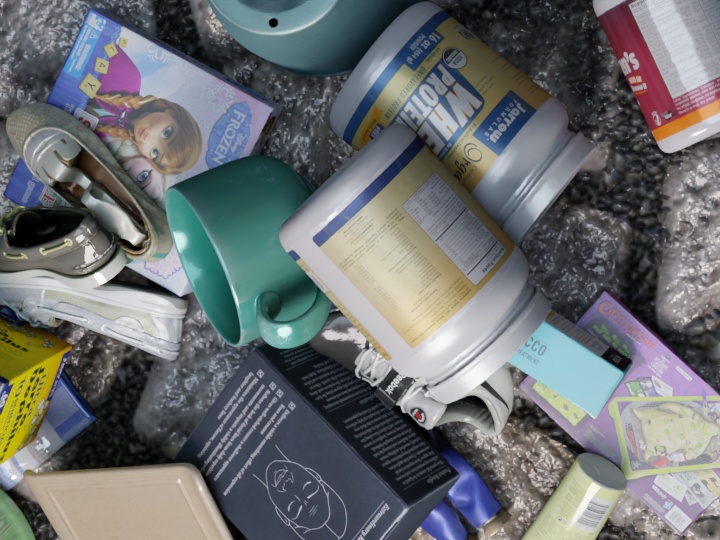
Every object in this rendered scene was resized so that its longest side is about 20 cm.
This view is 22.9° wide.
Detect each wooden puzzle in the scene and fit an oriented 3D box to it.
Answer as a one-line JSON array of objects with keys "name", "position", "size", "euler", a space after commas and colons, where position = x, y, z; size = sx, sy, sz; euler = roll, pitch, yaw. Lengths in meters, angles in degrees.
[{"name": "wooden puzzle", "position": [-0.195, 0.246, 1.646], "size": [0.199, 0.037, 0.185], "euler": [-3, 127, 27]}]

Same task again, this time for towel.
[{"name": "towel", "position": [-0.372, 0.144, 1.729], "size": [0.200, 0.024, 0.147], "euler": [-36, 89, 13]}]

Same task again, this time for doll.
[{"name": "doll", "position": [0.043, 0.175, 1.636], "size": [0.136, 0.048, 0.200], "euler": [-41, 87, 18]}]

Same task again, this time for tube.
[{"name": "tube", "position": [0.172, 0.255, 1.616], "size": [0.058, 0.052, 0.200], "euler": [53, 126, 43]}]

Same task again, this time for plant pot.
[{"name": "plant pot", "position": [-0.053, -0.269, 1.535], "size": [0.199, 0.188, 0.201], "euler": [1, 96, 11]}]

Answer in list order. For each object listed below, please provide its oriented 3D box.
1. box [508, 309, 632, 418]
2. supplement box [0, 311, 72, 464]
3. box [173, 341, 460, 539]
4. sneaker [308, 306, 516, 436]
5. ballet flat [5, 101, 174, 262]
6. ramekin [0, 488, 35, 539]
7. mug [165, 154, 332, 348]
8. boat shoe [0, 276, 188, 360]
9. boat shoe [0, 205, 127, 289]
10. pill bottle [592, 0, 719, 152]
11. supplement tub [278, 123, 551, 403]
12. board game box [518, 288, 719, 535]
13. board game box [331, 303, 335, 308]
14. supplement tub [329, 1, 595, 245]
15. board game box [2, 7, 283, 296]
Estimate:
[{"name": "box", "position": [0.139, 0.051, 1.561], "size": [0.200, 0.082, 0.049], "euler": [33, 101, 10]}, {"name": "supplement box", "position": [-0.355, 0.109, 1.609], "size": [0.109, 0.200, 0.109], "euler": [24, 100, 4]}, {"name": "box", "position": [-0.040, 0.176, 1.590], "size": [0.200, 0.107, 0.149], "euler": [45, 118, 15]}, {"name": "sneaker", "position": [0.046, 0.092, 1.570], "size": [0.199, 0.089, 0.074], "euler": [16, 138, -11]}, {"name": "ballet flat", "position": [-0.249, -0.083, 1.616], "size": [0.200, 0.062, 0.068], "euler": [40, 105, 5]}, {"name": "ramekin", "position": [-0.416, 0.294, 1.701], "size": [0.199, 0.098, 0.201], "euler": [3, 106, 10]}, {"name": "mug", "position": [-0.082, -0.011, 1.566], "size": [0.114, 0.152, 0.185], "euler": [-24, 78, -18]}, {"name": "boat shoe", "position": [-0.263, 0.038, 1.672], "size": [0.201, 0.074, 0.065], "euler": [9, 94, 3]}, {"name": "boat shoe", "position": [-0.293, -0.030, 1.615], "size": [0.201, 0.072, 0.060], "euler": [7, 136, 43]}, {"name": "pill bottle", "position": [0.265, -0.211, 1.517], "size": [0.109, 0.110, 0.201], "euler": [-26, 91, 13]}, {"name": "supplement tub", "position": [0.046, -0.004, 1.456], "size": [0.144, 0.144, 0.200], "euler": [-41, 95, 13]}, {"name": "board game box", "position": [0.255, 0.127, 1.599], "size": [0.200, 0.032, 0.120], "euler": [43, 105, 4]}, {"name": "board game box", "position": [0.000, 0.000, 1.640], "size": [0.103, 0.019, 0.200], "euler": [44, 102, 2]}, {"name": "supplement tub", "position": [0.089, -0.122, 1.544], "size": [0.200, 0.145, 0.145], "euler": [38, 102, 5]}, {"name": "board game box", "position": [-0.204, -0.111, 1.657], "size": [0.199, 0.041, 0.200], "euler": [28, 102, 7]}]
